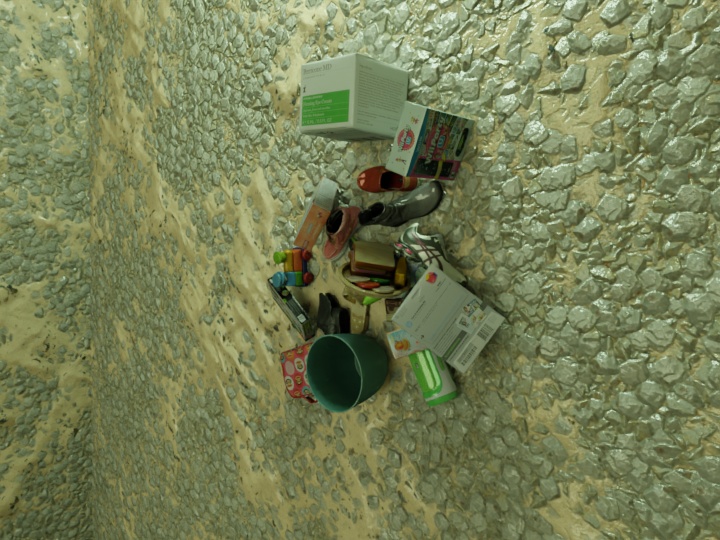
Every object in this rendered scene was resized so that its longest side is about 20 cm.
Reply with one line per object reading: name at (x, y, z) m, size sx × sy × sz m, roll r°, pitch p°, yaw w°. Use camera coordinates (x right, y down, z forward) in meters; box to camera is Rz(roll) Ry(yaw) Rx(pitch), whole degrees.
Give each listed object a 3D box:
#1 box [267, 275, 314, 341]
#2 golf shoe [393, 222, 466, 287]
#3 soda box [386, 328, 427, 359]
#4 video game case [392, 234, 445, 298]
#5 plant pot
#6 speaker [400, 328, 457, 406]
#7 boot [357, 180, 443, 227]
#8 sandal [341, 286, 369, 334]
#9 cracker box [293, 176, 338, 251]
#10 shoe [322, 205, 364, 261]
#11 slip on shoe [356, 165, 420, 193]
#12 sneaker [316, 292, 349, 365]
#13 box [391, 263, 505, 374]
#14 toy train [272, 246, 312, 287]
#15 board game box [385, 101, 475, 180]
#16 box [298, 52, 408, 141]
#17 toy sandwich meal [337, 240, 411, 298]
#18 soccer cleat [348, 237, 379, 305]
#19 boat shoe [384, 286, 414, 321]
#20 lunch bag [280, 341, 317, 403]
box at (-0.215, 0.115, 1.626) m, size 0.200 × 0.035 × 0.110 m, roll 48°, pitch 159°, yaw 28°
golf shoe at (0.174, -0.033, 1.238) m, size 0.200 × 0.077 × 0.088 m, roll 36°, pitch 94°, yaw 18°
soda box at (0.164, 0.146, 1.227) m, size 0.199 × 0.068 × 0.064 m, roll -19°, pitch 80°, yaw 3°
video game case at (0.139, 0.019, 1.337) m, size 0.199 × 0.022 × 0.184 m, roll -14°, pitch 85°, yaw 42°
plant pot at (-0.021, 0.260, 1.412) m, size 0.200 × 0.160 × 0.202 m, roll 4°, pitch 96°, yaw 40°
speaker at (0.166, 0.224, 1.291) m, size 0.088 × 0.088 × 0.201 m, roll -32°, pitch 73°, yaw 40°
boot at (0.096, -0.154, 1.285) m, size 0.200 × 0.131 × 0.070 m, roll -34°, pitch 71°, yaw 39°
sandal at (-0.018, 0.074, 1.454) m, size 0.077 × 0.069 × 0.213 m, roll 5°, pitch 97°, yaw 42°
cracker box at (-0.121, -0.159, 1.454) m, size 0.057 × 0.200 × 0.134 m, roll 25°, pitch 120°, yaw -10°
shoe at (-0.070, -0.102, 1.470) m, size 0.072 × 0.091 × 0.200 m, roll 55°, pitch 126°, yaw 24°
slip on shoe at (0.061, -0.234, 1.359) m, size 0.199 × 0.061 × 0.075 m, roll 11°, pitch 104°, yaw 43°
sneaker at (-0.084, 0.168, 1.536) m, size 0.104 × 0.060 × 0.201 m, roll 6°, pitch 95°, yaw 43°
box at (0.192, 0.106, 1.168) m, size 0.200 × 0.041 × 0.156 m, roll 36°, pitch 91°, yaw 2°
toy train at (-0.215, -0.047, 1.592) m, size 0.084 × 0.115 × 0.202 m, roll 0°, pitch 94°, yaw 42°
board game box at (0.157, -0.281, 1.170) m, size 0.064 × 0.199 × 0.148 m, roll 32°, pitch 115°, yaw 36°
box at (-0.017, -0.422, 1.317) m, size 0.198 × 0.199 × 0.173 m, roll 9°, pitch 99°, yaw 43°
toy sandwich meal at (0.038, -0.004, 1.293) m, size 0.205 × 0.204 × 0.071 m, roll 30°, pitch 122°, yaw 37°
soccer cleat at (0.000, 0.000, 1.414) m, size 0.081 × 0.067 × 0.201 m, roll -34°, pitch 61°, yaw 17°
boat shoe at (0.133, 0.075, 1.290) m, size 0.199 × 0.072 × 0.073 m, roll -20°, pitch 82°, yaw 49°
lunch bag at (-0.151, 0.311, 1.592) m, size 0.199 × 0.082 × 0.177 m, roll -21°, pitch 80°, yaw 41°
